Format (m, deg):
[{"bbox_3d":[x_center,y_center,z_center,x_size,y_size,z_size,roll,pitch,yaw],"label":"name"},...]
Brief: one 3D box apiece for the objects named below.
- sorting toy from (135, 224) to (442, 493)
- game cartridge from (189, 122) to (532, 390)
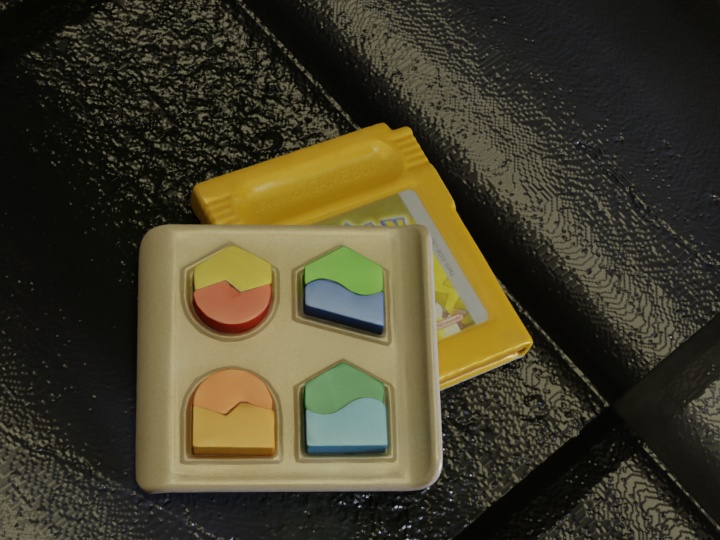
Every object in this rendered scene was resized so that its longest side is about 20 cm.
[{"bbox_3d":[-0.049,0.053,1.230,0.198,0.037,0.187,-2,67,-1],"label":"sorting toy"},{"bbox_3d":[0.000,0.000,1.308,0.175,0.032,0.201,-20,70,-24],"label":"game cartridge"}]
